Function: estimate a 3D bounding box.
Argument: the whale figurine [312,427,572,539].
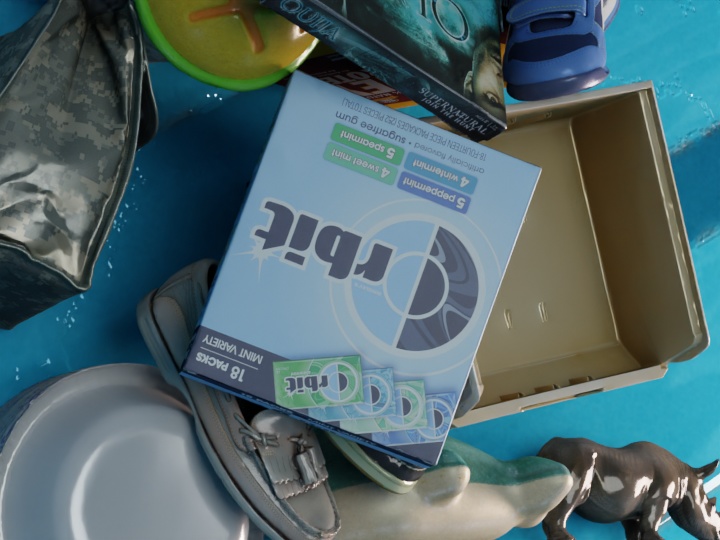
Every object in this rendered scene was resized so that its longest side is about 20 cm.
[{"bbox_3d":[0.040,0.143,1.791,0.198,0.159,0.104,-7,69,-16],"label":"whale figurine"}]

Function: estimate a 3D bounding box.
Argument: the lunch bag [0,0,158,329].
[{"bbox_3d":[-0.206,-0.080,1.665,0.117,0.164,0.201,24,70,-20],"label":"lunch bag"}]

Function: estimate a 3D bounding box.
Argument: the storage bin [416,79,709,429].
[{"bbox_3d":[0.115,-0.009,1.772,0.199,0.094,0.200,-11,87,-33],"label":"storage bin"}]

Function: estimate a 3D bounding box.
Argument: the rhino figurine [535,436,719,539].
[{"bbox_3d":[0.204,0.168,1.940,0.199,0.060,0.088,6,67,-34],"label":"rhino figurine"}]

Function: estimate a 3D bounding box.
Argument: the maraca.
[{"bbox_3d":[-0.071,-0.209,1.655,0.136,0.107,0.201,25,70,-22],"label":"maraca"}]

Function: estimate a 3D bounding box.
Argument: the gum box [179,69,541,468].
[{"bbox_3d":[0.000,0.000,1.648,0.169,0.045,0.201,21,81,-6],"label":"gum box"}]

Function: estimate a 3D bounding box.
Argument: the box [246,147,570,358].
[{"bbox_3d":[0.034,-0.004,1.837,0.199,0.104,0.149,-2,83,-32],"label":"box"}]

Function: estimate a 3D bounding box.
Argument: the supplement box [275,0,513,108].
[{"bbox_3d":[0.009,-0.230,1.807,0.197,0.132,0.202,10,75,-54],"label":"supplement box"}]

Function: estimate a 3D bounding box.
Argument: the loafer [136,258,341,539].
[{"bbox_3d":[-0.069,0.086,1.674,0.201,0.063,0.072,56,31,9],"label":"loafer"}]

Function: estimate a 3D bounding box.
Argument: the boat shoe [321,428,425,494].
[{"bbox_3d":[-0.012,0.049,1.701,0.201,0.066,0.072,56,18,16],"label":"boat shoe"}]

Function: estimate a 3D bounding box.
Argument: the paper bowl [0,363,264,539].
[{"bbox_3d":[-0.152,0.160,1.694,0.199,0.104,0.202,6,79,-30],"label":"paper bowl"}]

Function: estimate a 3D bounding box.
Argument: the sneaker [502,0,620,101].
[{"bbox_3d":[0.130,-0.179,1.775,0.200,0.073,0.083,-76,157,-59],"label":"sneaker"}]

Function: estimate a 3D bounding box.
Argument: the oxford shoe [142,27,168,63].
[{"bbox_3d":[-0.186,-0.203,1.768,0.199,0.058,0.075,36,71,-6],"label":"oxford shoe"}]

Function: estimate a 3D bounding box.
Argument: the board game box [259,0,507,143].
[{"bbox_3d":[0.015,-0.178,1.633,0.199,0.028,0.136,29,45,-38],"label":"board game box"}]
